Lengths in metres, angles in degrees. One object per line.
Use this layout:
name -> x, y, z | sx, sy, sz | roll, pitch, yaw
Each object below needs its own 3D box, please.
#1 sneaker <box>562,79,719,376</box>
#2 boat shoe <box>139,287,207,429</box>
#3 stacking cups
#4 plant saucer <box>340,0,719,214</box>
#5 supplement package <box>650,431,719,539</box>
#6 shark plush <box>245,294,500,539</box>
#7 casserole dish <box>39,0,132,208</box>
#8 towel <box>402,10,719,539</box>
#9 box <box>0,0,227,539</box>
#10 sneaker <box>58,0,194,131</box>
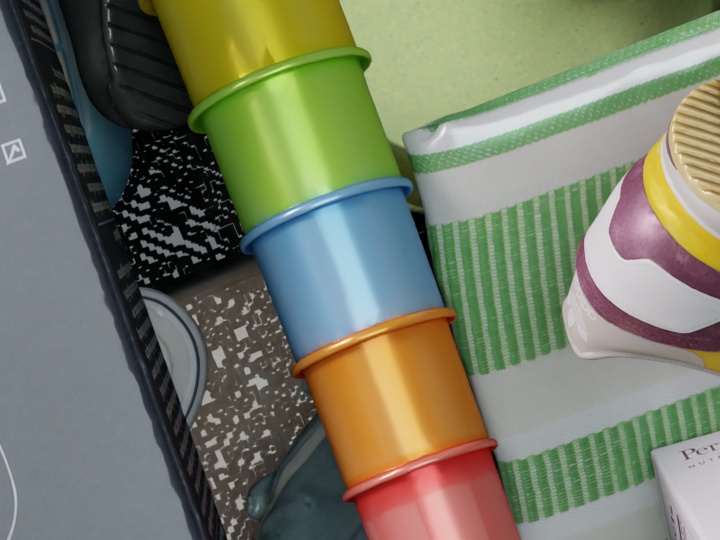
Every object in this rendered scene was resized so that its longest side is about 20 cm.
sneaker -> 0.152, 0.000, 0.712 | 0.200, 0.090, 0.075 | 10, 49, -25
boat shoe -> -0.132, 0.077, 0.794 | 0.200, 0.066, 0.072 | -34, 91, -4
stacking cups -> 0.000, 0.000, 0.710 | 0.060, 0.061, 0.200 | -22, 80, -4
plant saucer -> 0.045, -0.114, 0.831 | 0.200, 0.031, 0.200 | 0, 89, -4
supplement package -> 0.205, 0.114, 0.729 | 0.200, 0.111, 0.156 | -15, 110, -3
shark plush -> -0.004, 0.064, 0.766 | 0.200, 0.083, 0.091 | -38, 85, -32
casserole dish -> -0.168, -0.050, 0.810 | 0.200, 0.039, 0.121 | -16, 89, -4
towel -> 0.108, 0.024, 0.755 | 0.152, 0.023, 0.200 | -21, 111, -4
box -> -0.137, 0.022, 0.703 | 0.148, 0.107, 0.200 | -19, 93, -1
sneaker -> -0.090, -0.131, 0.794 | 0.088, 0.074, 0.200 | -17, 68, 29
